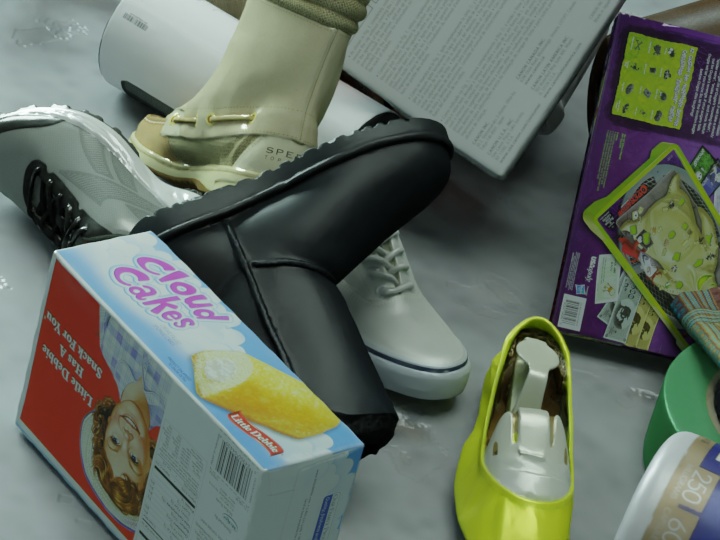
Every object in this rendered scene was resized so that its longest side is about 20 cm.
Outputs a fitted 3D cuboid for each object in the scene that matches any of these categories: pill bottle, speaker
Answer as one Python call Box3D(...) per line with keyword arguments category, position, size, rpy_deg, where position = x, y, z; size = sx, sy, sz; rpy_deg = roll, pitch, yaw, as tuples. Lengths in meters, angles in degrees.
Box3D(category="pill bottle", position=(0.230, 0.172, 1.419), size=(0.199, 0.116, 0.116), rpy_deg=(23, 32, 14))
Box3D(category="speaker", position=(-0.070, -0.111, 1.771), size=(0.199, 0.082, 0.081), rpy_deg=(32, 35, 24))

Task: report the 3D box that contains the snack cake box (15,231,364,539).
Box3D(category="snack cake box", position=(-0.092, 0.084, 1.422), size=(0.067, 0.116, 0.200), rpy_deg=(-13, 41, -37))

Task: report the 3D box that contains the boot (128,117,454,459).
Box3D(category="boot", position=(-0.013, 0.022, 1.518), size=(0.199, 0.077, 0.169), rpy_deg=(-21, 66, -12))

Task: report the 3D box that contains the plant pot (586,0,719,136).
Box3D(category="plant pot", position=(0.270, -0.105, 1.818), size=(0.197, 0.201, 0.200), rpy_deg=(-13, 41, -26))

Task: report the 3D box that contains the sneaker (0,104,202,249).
Box3D(category="sneaker", position=(-0.156, -0.033, 1.622), size=(0.200, 0.074, 0.079), rpy_deg=(31, 40, 24))

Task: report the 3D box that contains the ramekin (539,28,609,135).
Box3D(category="ramekin", position=(0.079, -0.188, 1.842), size=(0.202, 0.094, 0.202), rpy_deg=(39, -1, 1))

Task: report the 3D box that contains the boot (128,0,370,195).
Box3D(category="boot", position=(-0.067, -0.118, 1.668), size=(0.072, 0.156, 0.200), rpy_deg=(17, 1, -26))

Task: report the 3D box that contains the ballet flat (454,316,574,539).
Box3D(category="ballet flat", position=(0.091, 0.093, 1.532), size=(0.066, 0.067, 0.200), rpy_deg=(14, 32, -3))

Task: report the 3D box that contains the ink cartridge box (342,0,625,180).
Box3D(category="ink cartridge box", position=(0.053, -0.178, 1.720), size=(0.199, 0.163, 0.057), rpy_deg=(34, -1, 3))

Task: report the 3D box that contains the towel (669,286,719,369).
Box3D(category="towel", position=(0.274, 0.039, 1.588), size=(0.146, 0.022, 0.200), rpy_deg=(-11, 22, -8))

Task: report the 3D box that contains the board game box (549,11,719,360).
Box3D(category="board game box", position=(0.193, -0.047, 1.693), size=(0.119, 0.201, 0.032), rpy_deg=(13, -4, 1))

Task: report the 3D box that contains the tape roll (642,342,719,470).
Box3D(category="tape roll", position=(0.265, 0.111, 1.597), size=(0.199, 0.048, 0.201), rpy_deg=(11, 31, -7))

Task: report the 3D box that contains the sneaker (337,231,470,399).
Box3D(category="sneaker", position=(0.000, 0.000, 1.635), size=(0.073, 0.071, 0.200), rpy_deg=(-11, 40, -35))

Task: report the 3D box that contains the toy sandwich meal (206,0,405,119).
Box3D(category="toy sandwich meal", position=(-0.043, -0.169, 1.805), size=(0.070, 0.206, 0.205), rpy_deg=(-34, 52, -20))
